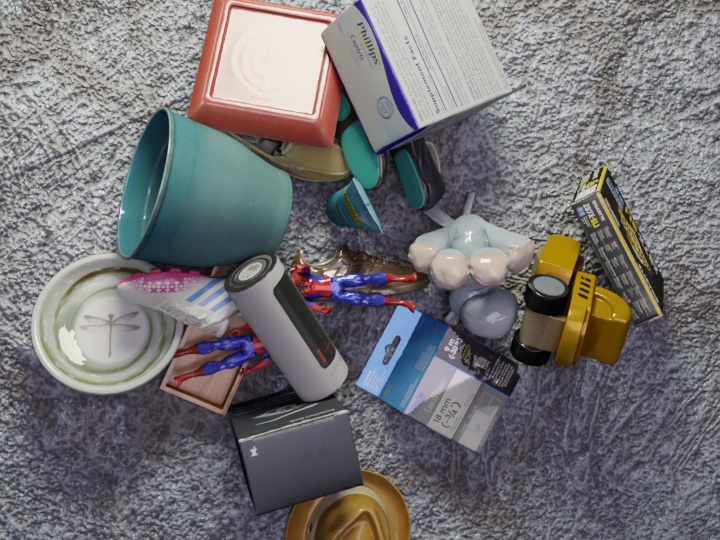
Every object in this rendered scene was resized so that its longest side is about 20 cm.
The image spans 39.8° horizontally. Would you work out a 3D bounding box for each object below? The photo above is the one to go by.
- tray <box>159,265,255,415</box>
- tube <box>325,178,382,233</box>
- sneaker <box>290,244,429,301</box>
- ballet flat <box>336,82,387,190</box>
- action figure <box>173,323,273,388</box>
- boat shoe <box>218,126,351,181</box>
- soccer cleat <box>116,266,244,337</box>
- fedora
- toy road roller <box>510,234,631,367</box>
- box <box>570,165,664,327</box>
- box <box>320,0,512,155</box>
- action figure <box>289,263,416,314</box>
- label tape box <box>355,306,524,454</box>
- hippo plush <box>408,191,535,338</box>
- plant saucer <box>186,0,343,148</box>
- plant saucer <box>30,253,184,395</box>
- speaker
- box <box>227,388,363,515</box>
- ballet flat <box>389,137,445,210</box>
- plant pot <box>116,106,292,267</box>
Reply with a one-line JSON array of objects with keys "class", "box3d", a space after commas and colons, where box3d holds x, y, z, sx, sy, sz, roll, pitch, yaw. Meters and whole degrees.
[{"class": "tray", "box3d": [-0.195, 0.090, 1.394, 0.098, 0.037, 0.201, 24, 88, -11]}, {"class": "tube", "box3d": [-0.007, -0.085, 1.334, 0.050, 0.200, 0.078, -34, 98, -7]}, {"class": "sneaker", "box3d": [0.000, 0.000, 1.407, 0.199, 0.070, 0.076, -5, 94, -11]}, {"class": "ballet flat", "box3d": [-0.003, -0.207, 1.380, 0.068, 0.068, 0.201, -18, 80, -50]}, {"class": "action figure", "box3d": [-0.161, 0.108, 1.361, 0.199, 0.052, 0.066, -17, 92, -11]}, {"class": "boat shoe", "box3d": [-0.099, -0.169, 1.374, 0.199, 0.076, 0.072, 12, 90, -12]}, {"class": "soccer cleat", "box3d": [-0.217, 0.044, 1.306, 0.199, 0.070, 0.087, 0, 74, -20]}, {"class": "fedora", "box3d": [-0.011, 0.388, 1.423, 0.200, 0.082, 0.202, -1, 94, -11]}, {"class": "toy road roller", "box3d": [0.299, 0.054, 1.386, 0.145, 0.200, 0.123, 16, 124, 10]}, {"class": "box", "box3d": [0.373, -0.038, 1.431, 0.049, 0.160, 0.201, -26, 98, 22]}, {"class": "box", "box3d": [0.077, -0.280, 1.339, 0.200, 0.105, 0.185, -26, 92, -38]}, {"class": "action figure", "box3d": [-0.025, 0.025, 1.331, 0.199, 0.099, 0.066, 3, 94, 1]}, {"class": "label tape box", "box3d": [0.115, 0.155, 1.442, 0.199, 0.063, 0.145, 29, 87, -12]}, {"class": "hippo plush", "box3d": [0.144, 0.015, 1.399, 0.159, 0.200, 0.161, -17, 123, -21]}, {"class": "plant saucer", "box3d": [-0.119, -0.277, 1.337, 0.199, 0.037, 0.200, 10, 74, 1]}, {"class": "plant saucer", "box3d": [-0.336, 0.077, 1.337, 0.199, 0.050, 0.201, 2, 65, -5]}, {"class": "speaker", "box3d": [-0.095, 0.077, 1.303, 0.081, 0.081, 0.200, -34, 118, -7]}, {"class": "box", "box3d": [-0.092, 0.233, 1.338, 0.147, 0.200, 0.105, -14, 98, -9]}, {"class": "ballet flat", "box3d": [0.070, -0.184, 1.416, 0.073, 0.073, 0.201, -22, 91, -9]}, {"class": "plant pot", "box3d": [-0.199, -0.092, 1.312, 0.187, 0.200, 0.201, 14, 91, -27]}]
